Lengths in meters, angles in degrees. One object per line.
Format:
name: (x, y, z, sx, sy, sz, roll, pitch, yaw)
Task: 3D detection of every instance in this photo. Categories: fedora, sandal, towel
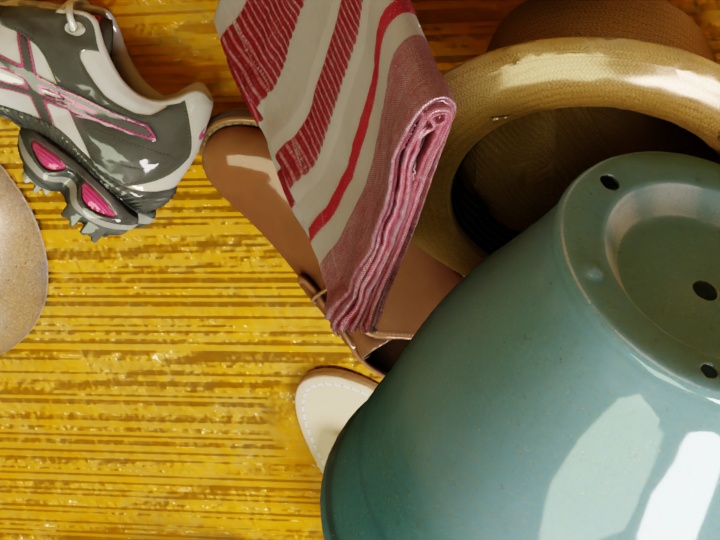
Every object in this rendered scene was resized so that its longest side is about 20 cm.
fedora: (0.100, -0.061, 1.227, 0.200, 0.082, 0.201, 4, 149, 3)
sandal: (0.021, 0.151, 1.482, 0.077, 0.070, 0.212, -10, 124, 32)
towel: (-0.016, -0.091, 1.213, 0.023, 0.200, 0.144, -5, 140, -23)

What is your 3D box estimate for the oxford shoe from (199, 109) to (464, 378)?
oxford shoe: (0.000, 0.000, 1.358, 0.200, 0.071, 0.071, 39, 137, -8)

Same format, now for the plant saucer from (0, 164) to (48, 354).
plant saucer: (-0.261, -0.016, 1.496, 0.200, 0.035, 0.201, 14, 134, 15)

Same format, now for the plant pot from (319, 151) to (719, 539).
plant pot: (0.106, 0.060, 1.176, 0.200, 0.200, 0.188, 27, 133, 1)

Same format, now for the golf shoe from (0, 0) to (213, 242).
golf shoe: (-0.161, -0.104, 1.356, 0.200, 0.077, 0.088, 37, 108, -3)
